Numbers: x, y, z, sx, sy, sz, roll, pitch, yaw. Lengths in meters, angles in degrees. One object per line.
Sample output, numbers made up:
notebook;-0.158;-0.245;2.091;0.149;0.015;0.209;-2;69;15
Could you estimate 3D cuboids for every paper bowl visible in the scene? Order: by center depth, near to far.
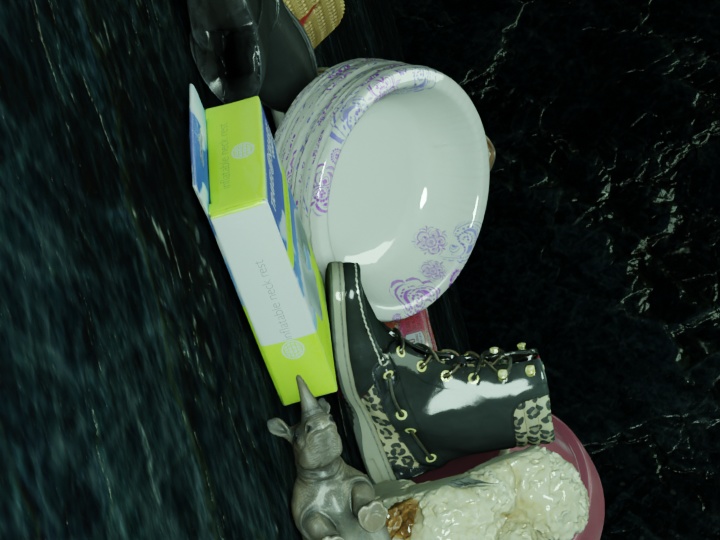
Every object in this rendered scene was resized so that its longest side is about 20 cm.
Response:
paper bowl;0.002;-0.067;1.523;0.104;0.200;0.202;14;-47;43

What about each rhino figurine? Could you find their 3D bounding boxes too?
rhino figurine;-0.015;0.161;1.273;0.087;0.059;0.201;-141;-148;-70

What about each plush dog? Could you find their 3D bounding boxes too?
plush dog;0.070;0.237;1.391;0.160;0.199;0.173;-21;94;-66

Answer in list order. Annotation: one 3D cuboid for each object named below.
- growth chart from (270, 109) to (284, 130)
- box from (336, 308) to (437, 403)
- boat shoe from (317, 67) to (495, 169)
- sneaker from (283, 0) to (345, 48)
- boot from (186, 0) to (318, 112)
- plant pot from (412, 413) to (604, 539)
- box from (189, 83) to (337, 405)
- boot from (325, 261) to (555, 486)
growth chart;-0.080;-0.198;1.778;0.201;0.018;0.145;-93;167;-54
box;0.000;0.000;1.650;0.100;0.095;0.202;64;13;-70
boat shoe;0.022;-0.124;1.716;0.072;0.199;0.076;-7;116;-76
sneaker;-0.071;-0.244;1.647;0.090;0.075;0.200;43;-8;12
boot;-0.079;-0.167;1.458;0.200;0.065;0.166;-99;164;-68
plant pot;0.107;0.191;1.767;0.179;0.199;0.201;53;21;-51
box;-0.066;-0.021;1.323;0.122;0.047;0.201;-99;172;-50
boot;0.059;0.067;1.452;0.074;0.152;0.205;-95;172;-58
